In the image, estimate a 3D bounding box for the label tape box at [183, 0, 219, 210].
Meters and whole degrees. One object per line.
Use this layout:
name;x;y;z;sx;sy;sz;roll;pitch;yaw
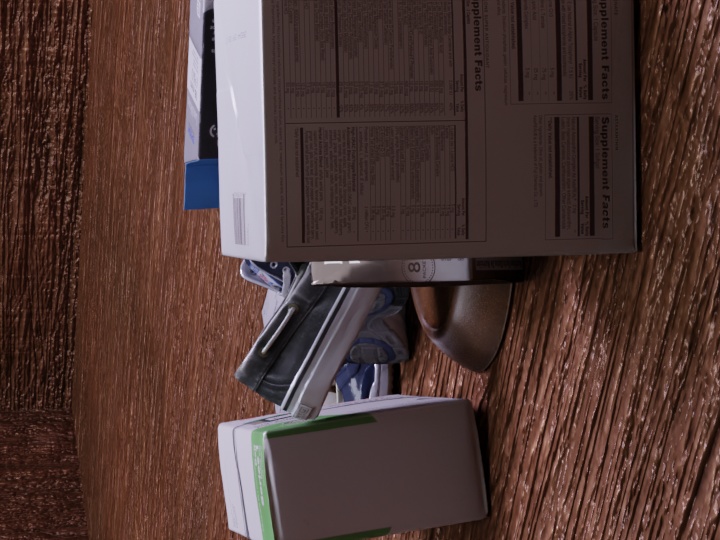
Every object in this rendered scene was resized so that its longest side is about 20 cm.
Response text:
label tape box;-0.061;-0.130;1.783;0.063;0.144;0.201;-120;31;-61

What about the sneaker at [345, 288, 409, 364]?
sneaker;0.000;0.000;1.638;0.200;0.074;0.087;89;-177;-68

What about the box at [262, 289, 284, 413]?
box;-0.046;0.081;1.974;0.156;0.041;0.201;108;156;-55

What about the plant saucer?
plant saucer;0.060;-0.033;1.505;0.200;0.032;0.201;178;90;-78

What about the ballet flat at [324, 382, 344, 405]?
ballet flat;-0.024;0.079;1.824;0.067;0.062;0.201;145;122;-75

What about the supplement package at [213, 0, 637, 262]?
supplement package;0.031;-0.082;1.237;0.152;0.199;0.151;-170;79;-77

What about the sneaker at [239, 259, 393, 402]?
sneaker;-0.035;0.032;1.760;0.070;0.108;0.201;127;140;-71

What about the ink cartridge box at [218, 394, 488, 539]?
ink cartridge box;-0.011;0.136;1.567;0.200;0.146;0.085;172;90;-77

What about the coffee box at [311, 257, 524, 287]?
coffee box;0.033;-0.090;1.389;0.080;0.113;0.201;-1;-90;-61

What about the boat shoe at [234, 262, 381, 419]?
boat shoe;-0.019;-0.005;1.477;0.201;0.071;0.072;-66;4;-16
